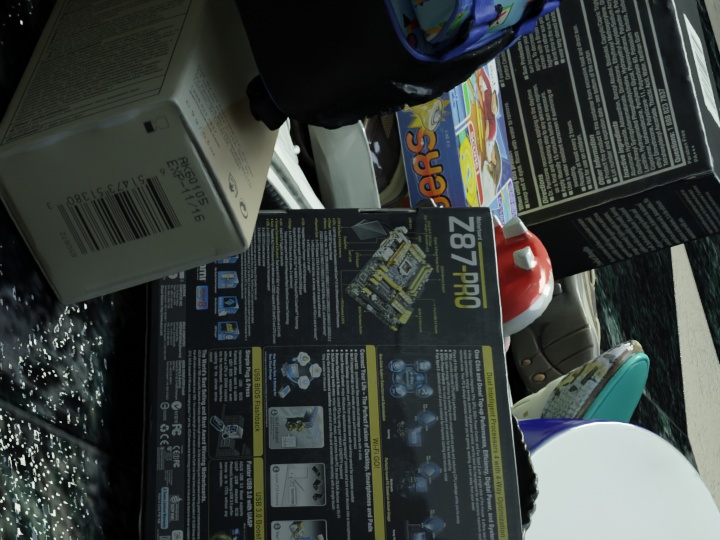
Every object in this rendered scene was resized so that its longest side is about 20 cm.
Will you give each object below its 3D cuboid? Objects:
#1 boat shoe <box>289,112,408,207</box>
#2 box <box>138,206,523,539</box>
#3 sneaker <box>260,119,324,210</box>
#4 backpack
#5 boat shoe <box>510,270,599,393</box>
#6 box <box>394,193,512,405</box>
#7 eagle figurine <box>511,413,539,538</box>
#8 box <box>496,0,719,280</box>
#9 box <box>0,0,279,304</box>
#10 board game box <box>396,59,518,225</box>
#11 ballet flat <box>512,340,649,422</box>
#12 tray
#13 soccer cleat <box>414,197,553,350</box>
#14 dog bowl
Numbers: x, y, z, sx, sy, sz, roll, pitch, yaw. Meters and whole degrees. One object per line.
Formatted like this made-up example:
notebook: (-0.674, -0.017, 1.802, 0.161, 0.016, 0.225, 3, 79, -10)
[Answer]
boat shoe: (-0.011, -0.132, 1.358, 0.073, 0.074, 0.201, 41, 35, -61)
box: (-0.015, 0.062, 1.020, 0.049, 0.160, 0.201, 88, -2, -52)
sneaker: (-0.033, -0.034, 1.193, 0.116, 0.075, 0.201, -87, 153, -42)
backpack: (0.027, -0.168, 1.010, 0.199, 0.134, 0.184, -21, 90, -49)
boat shoe: (0.130, -0.005, 1.685, 0.073, 0.074, 0.202, 31, 54, -77)
box: (0.050, 0.002, 1.467, 0.075, 0.050, 0.201, 39, 38, -62)
eagle figurine: (0.020, 0.123, 1.113, 0.152, 0.151, 0.201, 40, 15, -53)
box: (0.136, -0.110, 1.588, 0.123, 0.197, 0.201, 40, 37, -63)
box: (-0.089, -0.081, 1.034, 0.201, 0.094, 0.078, -77, 146, -55)
board game box: (0.052, -0.101, 1.370, 0.135, 0.034, 0.202, -44, 126, -70)
ballet flat: (0.113, 0.116, 1.426, 0.072, 0.072, 0.201, -74, 180, -60)
tray: (0.000, 0.000, 1.272, 0.108, 0.022, 0.201, -113, -168, -65)
soccer cleat: (0.061, 0.017, 1.235, 0.086, 0.068, 0.200, 64, -12, -16)
dog bowl: (0.110, 0.181, 1.277, 0.199, 0.079, 0.202, 4, 84, -37)
